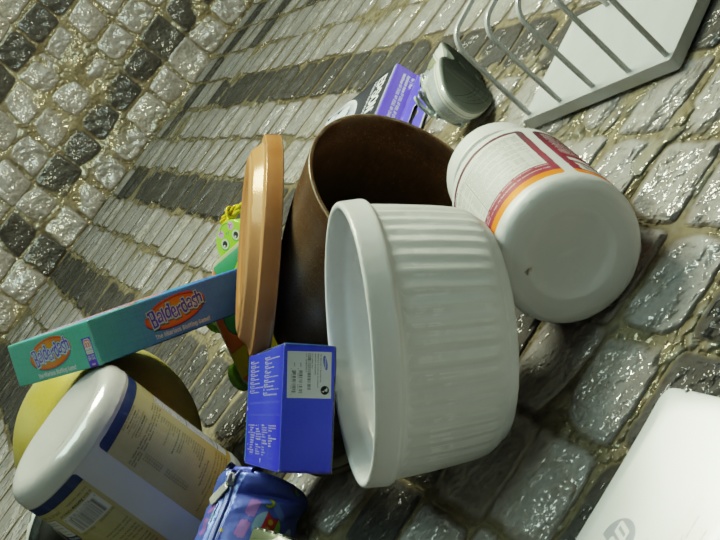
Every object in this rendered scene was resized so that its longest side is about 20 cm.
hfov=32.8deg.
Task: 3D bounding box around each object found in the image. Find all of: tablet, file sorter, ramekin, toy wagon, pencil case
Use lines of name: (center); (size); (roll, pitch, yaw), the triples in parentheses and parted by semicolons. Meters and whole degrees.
tablet: (0.157, 0.157, 0.673); (0.201, 0.014, 0.130); (-55, 20, -10)
file sorter: (0.200, -0.241, 1.098); (0.199, 0.124, 0.140); (-16, 40, 57)
ramekin: (0.040, 0.048, 0.868); (0.200, 0.103, 0.204); (176, 90, -80)
toy wagon: (-0.104, 0.025, 1.253); (0.155, 0.202, 0.039); (-37, -16, 34)
pencil case: (-0.112, 0.253, 0.998); (0.077, 0.087, 0.202); (-8, 46, 40)

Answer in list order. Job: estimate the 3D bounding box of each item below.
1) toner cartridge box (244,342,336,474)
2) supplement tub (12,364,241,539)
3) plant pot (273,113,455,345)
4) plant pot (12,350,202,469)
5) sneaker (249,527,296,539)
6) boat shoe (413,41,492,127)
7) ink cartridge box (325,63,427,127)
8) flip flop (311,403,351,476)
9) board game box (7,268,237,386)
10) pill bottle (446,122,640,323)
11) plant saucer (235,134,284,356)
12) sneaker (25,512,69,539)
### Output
toner cartridge box: (-0.060, 0.113, 0.989); (0.200, 0.042, 0.097); (154, 120, -76)
supplement tub: (-0.193, 0.197, 1.098); (0.144, 0.200, 0.145); (-42, 20, 20)
plant pot: (0.000, 0.000, 1.088); (0.201, 0.185, 0.188); (-56, 12, 41)
plant pot: (-0.238, 0.181, 1.237); (0.201, 0.200, 0.141); (-56, 24, -14)
sneaker: (-0.037, 0.247, 0.888); (0.200, 0.076, 0.090); (-15, 54, 67)
boat shoe: (0.094, -0.194, 1.334); (0.065, 0.074, 0.203); (-51, 15, 19)
ink cartridge box: (0.007, -0.166, 1.515); (0.199, 0.043, 0.200); (-32, 27, 41)
flip flop: (0.014, 0.102, 1.016); (0.199, 0.057, 0.082); (-38, 24, 34)
board game box: (-0.220, 0.053, 1.193); (0.151, 0.046, 0.199); (-16, 4, 44)
pill bottle: (0.131, -0.046, 0.936); (0.110, 0.109, 0.200); (-48, 20, 9)
plant saucer: (-0.094, -0.023, 1.114); (0.200, 0.032, 0.204); (-176, 90, -81)
sneaker: (-0.324, 0.271, 1.456); (0.201, 0.076, 0.087); (-57, 27, -14)
